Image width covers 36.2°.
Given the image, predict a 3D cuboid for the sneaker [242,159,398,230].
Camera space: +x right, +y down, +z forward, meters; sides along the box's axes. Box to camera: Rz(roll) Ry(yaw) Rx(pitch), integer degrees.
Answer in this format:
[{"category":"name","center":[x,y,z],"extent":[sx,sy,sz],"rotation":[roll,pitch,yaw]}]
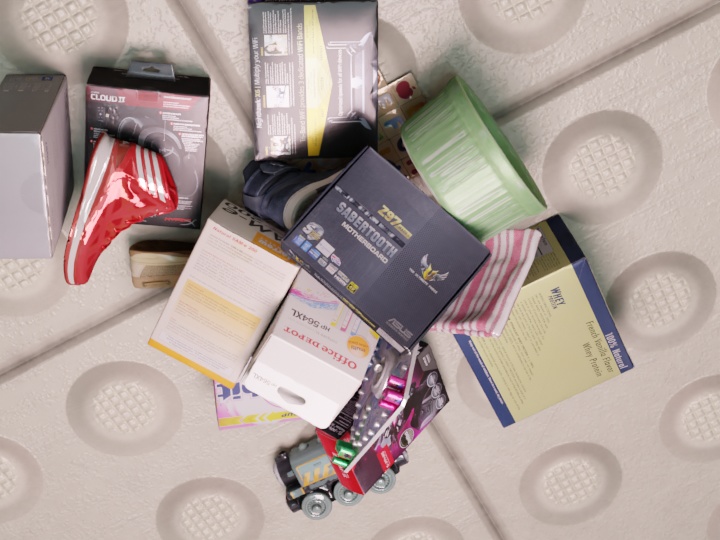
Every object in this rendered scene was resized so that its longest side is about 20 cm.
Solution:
[{"category":"sneaker","center":[-0.059,-0.111,1.418],"extent":[0.202,0.146,0.077],"rotation":[-21,119,-41]}]

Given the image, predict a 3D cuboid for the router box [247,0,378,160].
[{"category":"router box","center":[-0.057,-0.238,1.361],"extent":[0.157,0.052,0.201],"rotation":[-1,116,-3]}]

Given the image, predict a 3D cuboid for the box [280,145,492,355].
[{"category":"box","center":[0.030,-0.024,1.298],"extent":[0.200,0.051,0.158],"rotation":[42,77,2]}]

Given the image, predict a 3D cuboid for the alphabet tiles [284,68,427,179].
[{"category":"alphabet tiles","center":[0.000,-0.169,1.436],"extent":[0.200,0.006,0.167],"rotation":[-27,117,8]}]

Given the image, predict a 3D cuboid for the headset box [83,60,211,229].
[{"category":"headset box","center":[-0.265,-0.160,1.370],"extent":[0.148,0.077,0.201],"rotation":[3,117,-8]}]

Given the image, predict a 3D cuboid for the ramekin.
[{"category":"ramekin","center":[0.136,-0.132,1.363],"extent":[0.098,0.200,0.200],"rotation":[-34,117,14]}]

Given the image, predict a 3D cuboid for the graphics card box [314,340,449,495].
[{"category":"graphics card box","center":[0.035,0.201,1.542],"extent":[0.200,0.051,0.126],"rotation":[-44,133,-26]}]

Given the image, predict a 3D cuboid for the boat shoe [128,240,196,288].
[{"category":"boat shoe","center":[-0.205,0.000,1.454],"extent":[0.199,0.071,0.065],"rotation":[4,108,10]}]

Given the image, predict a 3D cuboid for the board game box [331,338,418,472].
[{"category":"board game box","center":[0.025,0.128,1.397],"extent":[0.026,0.200,0.200],"rotation":[22,140,-10]}]

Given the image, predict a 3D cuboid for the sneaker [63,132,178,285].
[{"category":"sneaker","center":[-0.287,-0.058,1.337],"extent":[0.115,0.078,0.200],"rotation":[15,118,-12]}]

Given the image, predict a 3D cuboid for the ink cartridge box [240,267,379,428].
[{"category":"ink cartridge box","center":[-0.052,0.086,1.387],"extent":[0.128,0.200,0.125],"rotation":[27,139,-6]}]

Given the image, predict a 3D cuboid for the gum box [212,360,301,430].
[{"category":"gum box","center":[-0.103,0.144,1.520],"extent":[0.199,0.066,0.114],"rotation":[-6,119,-9]}]

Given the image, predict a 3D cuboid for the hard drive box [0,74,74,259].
[{"category":"hard drive box","center":[-0.392,-0.127,1.303],"extent":[0.076,0.200,0.156],"rotation":[0,117,-7]}]

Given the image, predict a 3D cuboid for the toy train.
[{"category":"toy train","center":[-0.032,0.288,1.638],"extent":[0.199,0.085,0.114],"rotation":[-24,106,8]}]

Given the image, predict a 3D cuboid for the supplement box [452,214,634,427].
[{"category":"supplement box","center":[0.235,0.069,1.517],"extent":[0.199,0.134,0.200],"rotation":[-26,118,8]}]

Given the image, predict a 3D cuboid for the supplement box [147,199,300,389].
[{"category":"supplement box","center":[-0.166,0.031,1.380],"extent":[0.126,0.074,0.200],"rotation":[29,115,-4]}]

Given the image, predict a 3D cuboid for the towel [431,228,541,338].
[{"category":"towel","center":[0.134,0.011,1.418],"extent":[0.030,0.200,0.147],"rotation":[31,74,-33]}]
